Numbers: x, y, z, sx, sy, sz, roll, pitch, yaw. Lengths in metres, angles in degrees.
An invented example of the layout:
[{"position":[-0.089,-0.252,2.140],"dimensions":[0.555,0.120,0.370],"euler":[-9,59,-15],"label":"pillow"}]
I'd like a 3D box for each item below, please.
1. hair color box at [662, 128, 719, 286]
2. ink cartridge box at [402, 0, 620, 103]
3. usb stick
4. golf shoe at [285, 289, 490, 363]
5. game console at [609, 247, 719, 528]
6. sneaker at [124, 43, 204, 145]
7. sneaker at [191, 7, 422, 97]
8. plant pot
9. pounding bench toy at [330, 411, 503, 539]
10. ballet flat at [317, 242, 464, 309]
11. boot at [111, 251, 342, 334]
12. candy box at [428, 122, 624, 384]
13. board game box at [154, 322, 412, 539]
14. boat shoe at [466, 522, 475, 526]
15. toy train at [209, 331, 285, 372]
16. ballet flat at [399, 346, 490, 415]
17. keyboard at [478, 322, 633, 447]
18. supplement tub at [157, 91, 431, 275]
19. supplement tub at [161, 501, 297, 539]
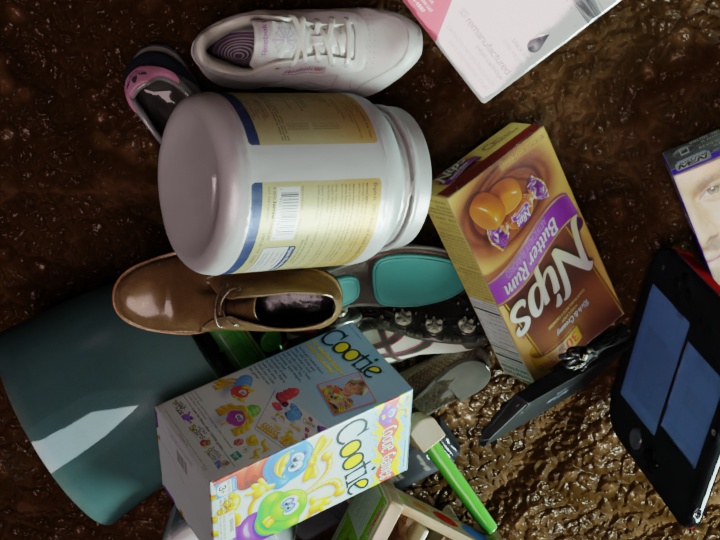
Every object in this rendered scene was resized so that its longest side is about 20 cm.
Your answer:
[{"position":[0.356,-0.031,1.183],"dimensions":[0.108,0.065,0.202],"euler":[-22,111,13],"label":"hair color box"},{"position":[0.135,-0.260,1.074],"dimensions":[0.199,0.083,0.147],"euler":[-36,109,18],"label":"ink cartridge box"},{"position":[0.007,0.211,1.333],"dimensions":[0.198,0.033,0.056],"euler":[-31,110,16],"label":"usb stick"},{"position":[0.026,0.054,1.246],"dimensions":[0.197,0.078,0.089],"euler":[5,134,5],"label":"golf shoe"},{"position":[0.285,0.099,1.187],"dimensions":[0.031,0.177,0.203],"euler":[4,117,-14],"label":"game console"},{"position":[-0.136,-0.104,1.163],"dimensions":[0.070,0.082,0.200],"euler":[-39,108,17],"label":"sneaker"},{"position":[-0.046,-0.181,1.109],"dimensions":[0.196,0.100,0.076],"euler":[-4,94,4],"label":"sneaker"},{"position":[-0.209,0.102,1.210],"dimensions":[0.160,0.201,0.202],"euler":[-30,111,0],"label":"plant pot"},{"position":[0.074,0.252,1.252],"dimensions":[0.154,0.124,0.202],"euler":[27,94,-11],"label":"pounding bench toy"},{"position":[0.000,0.000,1.194],"dimensions":[0.197,0.064,0.068],"euler":[-10,130,-11],"label":"ballet flat"},{"position":[-0.112,0.022,1.108],"dimensions":[0.196,0.075,0.075],"euler":[1,97,-1],"label":"boot"},{"position":[0.146,-0.014,1.178],"dimensions":[0.116,0.056,0.202],"euler":[-36,115,-19],"label":"candy box"},{"position":[-0.065,0.146,1.148],"dimensions":[0.198,0.105,0.104],"euler":[-22,135,-25],"label":"board game box"},{"position":[0.034,0.289,1.353],"dimensions":[0.197,0.071,0.066],"euler":[-4,111,-6],"label":"boat shoe"},{"position":[-0.094,0.084,1.245],"dimensions":[0.056,0.042,0.201],"euler":[-40,126,-12],"label":"toy train"},{"position":[0.038,0.124,1.284],"dimensions":[0.199,0.047,0.067],"euler":[-32,127,19],"label":"ballet flat"},{"position":[0.186,0.091,1.181],"dimensions":[0.021,0.199,0.127],"euler":[51,127,15],"label":"keyboard"},{"position":[-0.054,-0.074,1.099],"dimensions":[0.198,0.144,0.146],"euler":[-4,121,-33],"label":"supplement tub"},{"position":[-0.118,0.228,1.254],"dimensions":[0.120,0.201,0.124],"euler":[1,116,2],"label":"supplement tub"}]
